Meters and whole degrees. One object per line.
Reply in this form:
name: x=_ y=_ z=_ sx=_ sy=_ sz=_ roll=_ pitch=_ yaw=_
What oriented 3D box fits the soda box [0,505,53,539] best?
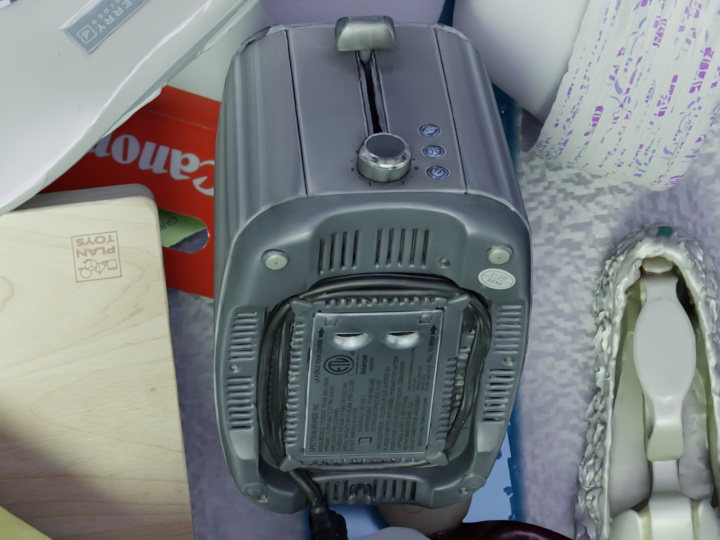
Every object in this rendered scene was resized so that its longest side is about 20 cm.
soda box: x=-0.163 y=0.110 z=0.966 sx=0.200 sy=0.068 sz=0.064 roll=36 pitch=67 yaw=-17

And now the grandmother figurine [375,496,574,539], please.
grandmother figurine: x=0.051 y=0.148 z=1.072 sx=0.121 sy=0.061 sz=0.201 roll=-22 pitch=84 yaw=1

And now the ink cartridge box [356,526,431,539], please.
ink cartridge box: x=-0.013 y=0.216 z=0.977 sx=0.145 sy=0.083 sz=0.201 roll=-20 pitch=123 yaw=-32

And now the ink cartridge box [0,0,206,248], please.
ink cartridge box: x=-0.167 y=-0.078 z=1.076 sx=0.148 sy=0.076 sz=0.200 roll=-29 pitch=85 yaw=-7

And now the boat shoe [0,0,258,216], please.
boat shoe: x=-0.108 y=-0.077 z=0.979 sx=0.072 sy=0.069 sz=0.200 roll=43 pitch=81 yaw=12

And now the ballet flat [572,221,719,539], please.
ballet flat: x=0.121 y=0.078 z=1.084 sx=0.071 sy=0.072 sz=0.201 roll=-2 pitch=84 yaw=-4

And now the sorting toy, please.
sorting toy: x=-0.171 y=0.067 z=1.033 sx=0.199 sy=0.070 sz=0.199 roll=-7 pitch=109 yaw=-6

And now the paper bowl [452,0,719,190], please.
paper bowl: x=0.100 y=-0.139 z=1.040 sx=0.104 sy=0.201 sz=0.201 roll=14 pitch=82 yaw=-3

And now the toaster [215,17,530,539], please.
toaster: x=0.000 y=0.000 z=0.997 sx=0.113 sy=0.200 sz=0.129 roll=-2 pitch=47 yaw=-5

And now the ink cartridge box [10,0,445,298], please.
ink cartridge box: x=-0.057 y=-0.089 z=1.050 sx=0.162 sy=0.057 sz=0.201 roll=16 pitch=92 yaw=-25
